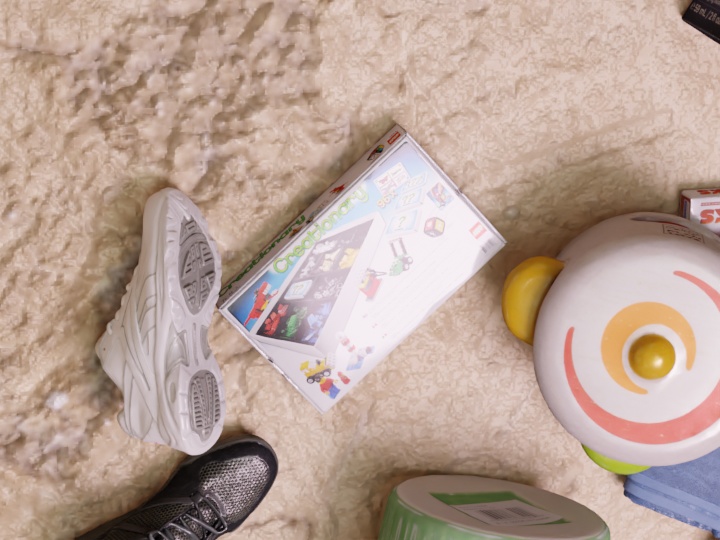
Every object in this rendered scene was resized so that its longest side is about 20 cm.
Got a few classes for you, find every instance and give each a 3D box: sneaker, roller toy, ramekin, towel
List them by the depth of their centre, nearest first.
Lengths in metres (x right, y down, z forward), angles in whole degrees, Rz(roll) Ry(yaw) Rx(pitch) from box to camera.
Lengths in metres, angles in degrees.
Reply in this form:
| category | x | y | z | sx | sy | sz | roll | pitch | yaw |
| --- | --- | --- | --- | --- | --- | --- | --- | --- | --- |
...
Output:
| category | x | y | z | sx | sy | sz | roll | pitch | yaw |
| --- | --- | --- | --- | --- | --- | --- | --- | --- | --- |
| sneaker | -0.161 | 0.038 | 1.594 | 0.099 | 0.078 | 0.202 | 0 | 91 | 28 |
| roller toy | 0.223 | 0.051 | 1.631 | 0.182 | 0.140 | 0.201 | -29 | 97 | 11 |
| sneaker | -0.141 | 0.211 | 1.637 | 0.199 | 0.114 | 0.076 | -33 | 114 | -3 |
| ramekin | 0.103 | 0.232 | 1.661 | 0.199 | 0.200 | 0.098 | 7 | 100 | -15 |
| towel | 0.297 | 0.114 | 1.729 | 0.111 | 0.049 | 0.201 | 23 | 102 | 12 |

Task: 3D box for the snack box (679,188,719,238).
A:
| category | x | y | z | sx | sy | sz | roll | pitch | yaw |
| --- | --- | --- | --- | --- | --- | --- | --- | --- | --- |
| snack box | 0.356 | -0.034 | 1.719 | 0.198 | 0.024 | 0.072 | -4 | 110 | -12 |

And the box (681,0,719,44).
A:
| category | x | y | z | sx | sy | sz | roll | pitch | yaw |
| --- | --- | --- | --- | --- | --- | --- | --- | --- | --- |
| box | 0.365 | -0.225 | 1.563 | 0.123 | 0.200 | 0.199 | 29 | 99 | -20 |

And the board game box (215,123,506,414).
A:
| category | x | y | z | sx | sy | sz | roll | pitch | yaw |
| --- | --- | --- | --- | --- | --- | --- | --- | --- | --- |
| board game box | 0.000 | 0.000 | 1.640 | 0.200 | 0.035 | 0.126 | -42 | 112 | 3 |
